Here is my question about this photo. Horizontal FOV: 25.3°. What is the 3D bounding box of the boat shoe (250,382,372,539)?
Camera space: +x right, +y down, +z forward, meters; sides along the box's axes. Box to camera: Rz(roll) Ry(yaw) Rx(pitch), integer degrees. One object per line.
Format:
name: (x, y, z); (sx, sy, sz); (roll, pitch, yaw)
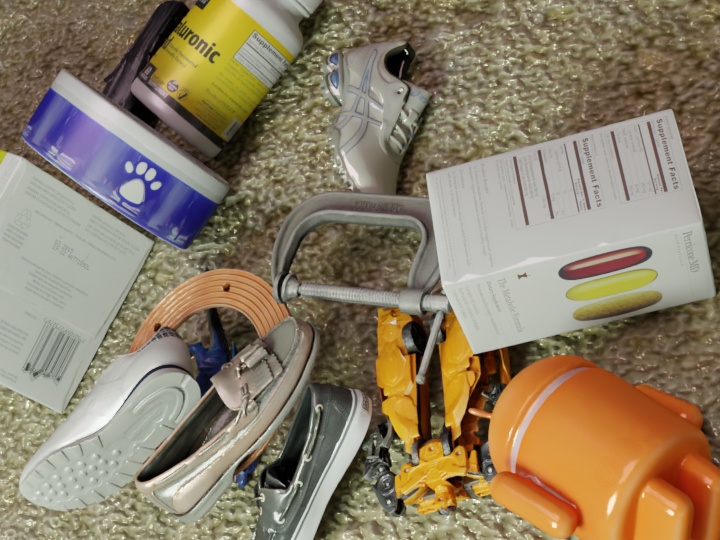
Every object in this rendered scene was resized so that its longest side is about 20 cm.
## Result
boat shoe: (-0.058, 0.179, 1.335); (0.201, 0.056, 0.069); (-63, 22, 14)

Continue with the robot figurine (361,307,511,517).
robot figurine: (0.068, 0.109, 1.312); (0.144, 0.058, 0.202); (-21, 54, 27)

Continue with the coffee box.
coffee box: (-0.373, -0.005, 1.615); (0.197, 0.199, 0.201); (20, 78, 42)

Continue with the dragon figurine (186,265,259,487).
dragon figurine: (-0.122, 0.101, 1.459); (0.099, 0.059, 0.202); (1, 70, 35)

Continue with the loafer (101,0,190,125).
loafer: (-0.244, -0.201, 1.719); (0.070, 0.068, 0.202); (21, 82, 33)

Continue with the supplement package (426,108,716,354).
supplement package: (0.164, -0.028, 1.248); (0.198, 0.114, 0.110); (-14, 56, 11)

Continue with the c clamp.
c clamp: (0.000, 0.000, 1.362); (0.198, 0.027, 0.172); (11, 62, 32)

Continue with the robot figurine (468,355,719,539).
robot figurine: (0.176, 0.136, 1.174); (0.199, 0.117, 0.144); (33, 85, 39)

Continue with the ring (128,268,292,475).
ring: (-0.134, 0.096, 1.419); (0.199, 0.019, 0.202); (-15, 62, 31)

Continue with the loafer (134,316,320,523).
loafer: (-0.111, 0.119, 1.333); (0.201, 0.063, 0.072); (-54, 32, 6)

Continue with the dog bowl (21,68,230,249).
dog bowl: (-0.228, -0.107, 1.564); (0.200, 0.200, 0.079); (36, 91, 43)

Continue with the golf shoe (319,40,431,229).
golf shoe: (0.020, -0.136, 1.481); (0.096, 0.078, 0.202); (-22, 55, 18)

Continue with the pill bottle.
pill bottle: (-0.128, -0.224, 1.605); (0.200, 0.111, 0.111); (-51, 47, 1)

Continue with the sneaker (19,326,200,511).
sneaker: (-0.223, 0.134, 1.420); (0.199, 0.076, 0.081); (-38, 42, 12)
